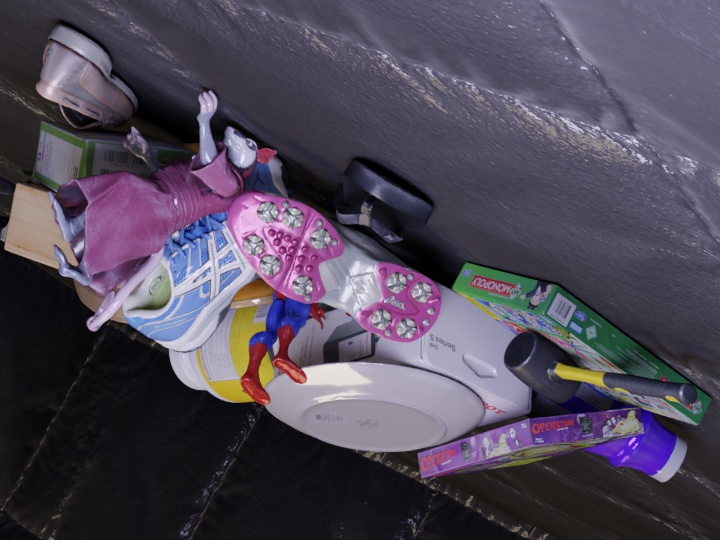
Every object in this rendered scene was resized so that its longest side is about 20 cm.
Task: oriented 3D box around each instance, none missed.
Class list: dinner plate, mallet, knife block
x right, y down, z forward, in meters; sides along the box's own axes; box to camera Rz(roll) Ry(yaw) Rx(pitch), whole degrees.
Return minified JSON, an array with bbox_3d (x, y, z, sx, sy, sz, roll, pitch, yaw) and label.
[{"bbox_3d":[0.011,0.128,1.696,0.199,0.024,0.200,5,154,2],"label":"dinner plate"},{"bbox_3d":[0.202,0.092,1.539,0.200,0.041,0.066,12,160,50],"label":"mallet"},{"bbox_3d":[-0.280,-0.041,1.713,0.175,0.064,0.200,11,-174,-4],"label":"knife block"}]

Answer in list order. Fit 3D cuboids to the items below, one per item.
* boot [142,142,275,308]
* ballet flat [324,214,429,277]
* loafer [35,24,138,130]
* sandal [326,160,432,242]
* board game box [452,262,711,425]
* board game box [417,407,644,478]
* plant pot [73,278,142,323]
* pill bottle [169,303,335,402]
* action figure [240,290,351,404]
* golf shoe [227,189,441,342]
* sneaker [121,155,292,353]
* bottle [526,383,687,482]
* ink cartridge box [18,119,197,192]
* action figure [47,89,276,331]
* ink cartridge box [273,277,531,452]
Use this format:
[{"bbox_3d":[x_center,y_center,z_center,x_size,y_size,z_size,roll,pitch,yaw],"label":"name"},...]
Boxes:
[{"bbox_3d":[-0.142,-0.043,1.736,0.071,0.145,0.201,-5,-171,-41],"label":"boot"},{"bbox_3d":[0.000,0.000,1.744,0.200,0.072,0.072,28,173,-27],"label":"ballet flat"},{"bbox_3d":[-0.245,-0.154,1.656,0.072,0.063,0.200,29,171,8],"label":"loafer"},{"bbox_3d":[0.011,-0.043,1.531,0.076,0.043,0.200,30,171,-2],"label":"sandal"},{"bbox_3d":[0.187,0.062,1.615,0.200,0.029,0.134,34,169,-30],"label":"board game box"},{"bbox_3d":[0.150,0.156,1.718,0.120,0.032,0.200,-8,171,-29],"label":"board game box"},{"bbox_3d":[-0.193,-0.041,1.890,0.200,0.201,0.093,23,134,37],"label":"plant pot"},{"bbox_3d":[-0.099,0.074,1.892,0.112,0.112,0.200,35,153,-33],"label":"pill bottle"},{"bbox_3d":[-0.044,0.043,1.635,0.065,0.200,0.099,-29,123,29],"label":"action figure"},{"bbox_3d":[-0.028,-0.008,1.593,0.200,0.075,0.092,32,-172,-19],"label":"golf shoe"},{"bbox_3d":[-0.129,-0.016,1.637,0.077,0.200,0.076,20,-161,-45],"label":"sneaker"},{"bbox_3d":[0.214,0.131,1.796,0.200,0.065,0.084,30,162,-9],"label":"bottle"},{"bbox_3d":[-0.231,-0.097,1.725,0.103,0.060,0.200,7,-173,-26],"label":"ink cartridge box"},{"bbox_3d":[-0.153,-0.056,1.563,0.149,0.199,0.134,69,160,-1],"label":"action figure"},{"bbox_3d":[0.039,0.090,1.737,0.145,0.084,0.200,27,148,-37],"label":"ink cartridge box"}]
